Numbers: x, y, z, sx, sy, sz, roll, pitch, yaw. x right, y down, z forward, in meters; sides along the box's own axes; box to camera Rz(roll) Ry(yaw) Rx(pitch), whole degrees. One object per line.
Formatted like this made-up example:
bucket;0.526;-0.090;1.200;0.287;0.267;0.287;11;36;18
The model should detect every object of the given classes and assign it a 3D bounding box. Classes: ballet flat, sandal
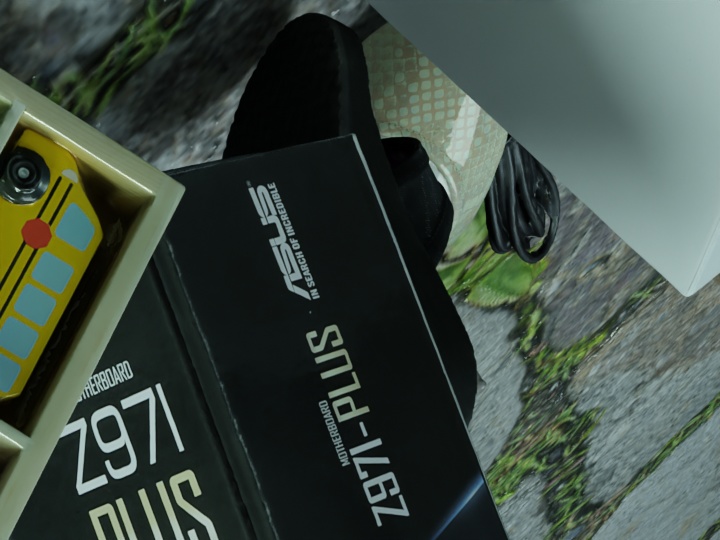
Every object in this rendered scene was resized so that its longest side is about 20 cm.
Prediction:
ballet flat;-0.005;0.000;0.960;0.063;0.067;0.200;-80;-164;-49
sandal;0.000;0.001;0.815;0.048;0.201;0.075;23;120;-29

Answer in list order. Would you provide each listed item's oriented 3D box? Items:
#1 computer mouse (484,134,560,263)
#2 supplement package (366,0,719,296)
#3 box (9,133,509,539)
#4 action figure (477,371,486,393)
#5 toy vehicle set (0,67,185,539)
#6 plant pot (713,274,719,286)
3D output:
computer mouse;0.094;-0.111;1.014;0.200;0.046;0.141;-44;143;-21
supplement package;0.127;-0.131;0.847;0.200;0.151;0.152;-36;159;-28
box;-0.066;0.078;0.732;0.199;0.165;0.086;-24;175;39
action figure;-0.017;0.135;1.053;0.193;0.104;0.201;-16;118;-58
toy vehicle set;-0.132;0.035;0.563;0.201;0.124;0.026;-65;-166;-23
plant pot;0.298;-0.032;1.417;0.199;0.200;0.200;-52;162;-1
